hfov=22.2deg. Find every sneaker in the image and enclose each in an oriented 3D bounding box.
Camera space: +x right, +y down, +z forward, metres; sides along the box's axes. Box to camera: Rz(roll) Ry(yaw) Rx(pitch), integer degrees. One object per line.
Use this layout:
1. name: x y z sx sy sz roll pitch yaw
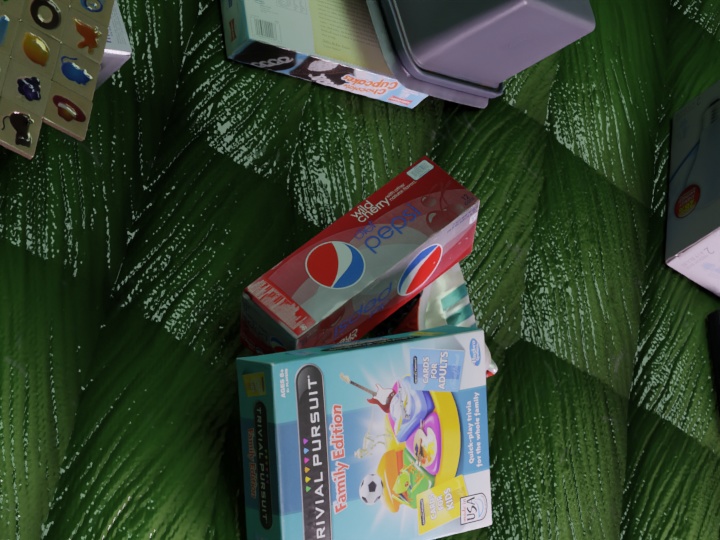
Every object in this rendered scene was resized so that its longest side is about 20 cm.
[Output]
1. sneaker: 0.064 0.050 1.489 0.093 0.070 0.201 26 52 -36

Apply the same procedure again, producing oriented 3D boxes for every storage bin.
1. storage bin: 0.109 -0.242 1.609 0.200 0.134 0.146 6 64 -61

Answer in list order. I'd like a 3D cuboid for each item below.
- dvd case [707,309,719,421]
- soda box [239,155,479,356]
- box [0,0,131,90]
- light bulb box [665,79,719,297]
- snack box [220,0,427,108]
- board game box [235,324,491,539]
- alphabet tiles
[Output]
1. dvd case: 0.417 0.131 1.774 0.199 0.018 0.143 22 52 -31
2. soda box: 0.000 0.000 1.401 0.200 0.070 0.063 -36 64 -27
3. box: -0.283 -0.226 1.331 0.176 0.097 0.201 -4 68 -41
4. light bulb box: 0.406 -0.098 1.776 0.124 0.198 0.201 29 47 -22
5. snack box: -0.031 -0.218 1.588 0.199 0.037 0.117 12 58 -36
6. board game box: 0.007 0.128 1.343 0.199 0.047 0.152 -8 97 -38
7. alphabet tiles: -0.249 -0.178 1.260 0.166 0.006 0.201 27 52 -29
